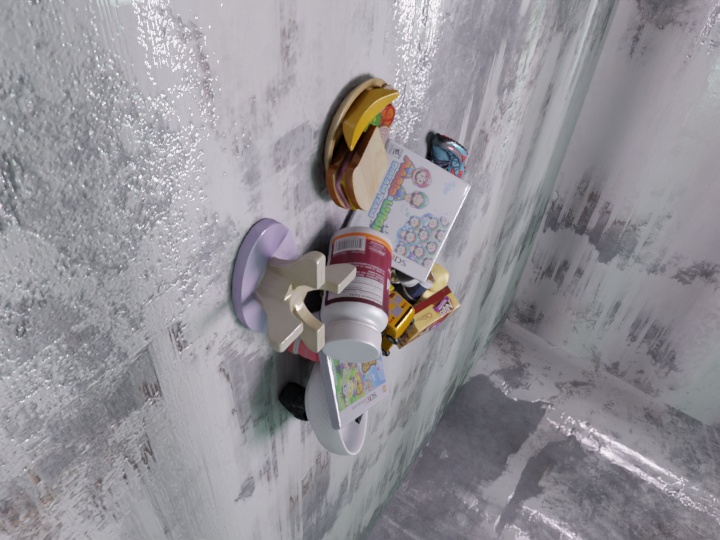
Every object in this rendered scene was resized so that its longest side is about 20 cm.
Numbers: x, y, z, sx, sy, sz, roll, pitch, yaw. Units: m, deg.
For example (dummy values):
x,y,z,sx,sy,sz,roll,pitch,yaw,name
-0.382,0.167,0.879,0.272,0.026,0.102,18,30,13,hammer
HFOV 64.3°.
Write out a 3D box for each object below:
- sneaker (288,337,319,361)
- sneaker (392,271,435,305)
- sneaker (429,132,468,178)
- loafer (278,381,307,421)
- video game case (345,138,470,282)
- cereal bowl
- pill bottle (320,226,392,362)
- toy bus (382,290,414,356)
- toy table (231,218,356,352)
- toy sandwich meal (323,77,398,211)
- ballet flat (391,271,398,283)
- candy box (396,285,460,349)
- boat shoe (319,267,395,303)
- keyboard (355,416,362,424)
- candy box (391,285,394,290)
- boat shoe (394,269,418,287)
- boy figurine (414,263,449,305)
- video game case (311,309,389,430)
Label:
x,y,z,sx,sy,sz,roll,pitch,yaw,name
-0.050,0.111,1.085,0.200,0.086,0.075,-41,150,-45,sneaker
0.107,0.014,1.311,0.109,0.069,0.201,-53,-164,19,sneaker
0.184,-0.219,1.256,0.096,0.079,0.200,-57,158,-9,sneaker
-0.106,0.281,1.175,0.069,0.070,0.201,-54,157,-12,loafer
0.084,-0.106,1.047,0.203,0.180,0.024,-64,-165,3,video game case
-0.051,0.248,1.097,0.200,0.082,0.204,-7,90,-73,cereal bowl
-0.007,0.040,0.952,0.115,0.112,0.203,75,18,-60,pill bottle
0.058,0.116,1.203,0.065,0.078,0.200,-48,172,-21,toy bus
-0.102,0.031,0.838,0.184,0.116,0.202,-51,155,-28,toy table
0.012,-0.196,0.897,0.206,0.070,0.207,-49,154,-32,toy sandwich meal
0.059,-0.010,1.212,0.069,0.074,0.200,-59,159,-12,ballet flat
0.140,0.111,1.302,0.115,0.057,0.200,-29,166,-17,candy box
0.000,0.001,1.083,0.199,0.072,0.066,-33,176,-25,boat shoe
0.008,0.197,1.145,0.200,0.020,0.129,-63,143,-65,keyboard
-0.006,0.108,1.190,0.201,0.026,0.102,-53,172,9,candy box
0.120,-0.037,1.166,0.065,0.073,0.204,60,30,-33,boat shoe
0.137,0.059,1.390,0.124,0.065,0.200,-35,168,-48,boy figurine
-0.013,0.157,1.038,0.181,0.022,0.204,-15,95,-58,video game case
